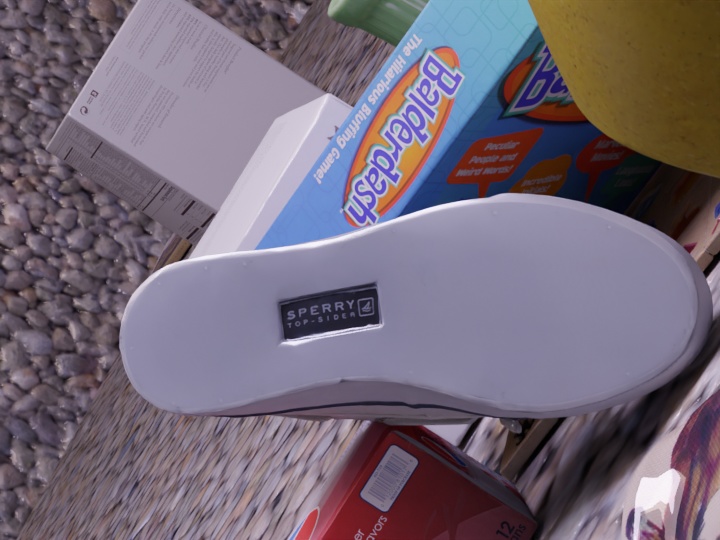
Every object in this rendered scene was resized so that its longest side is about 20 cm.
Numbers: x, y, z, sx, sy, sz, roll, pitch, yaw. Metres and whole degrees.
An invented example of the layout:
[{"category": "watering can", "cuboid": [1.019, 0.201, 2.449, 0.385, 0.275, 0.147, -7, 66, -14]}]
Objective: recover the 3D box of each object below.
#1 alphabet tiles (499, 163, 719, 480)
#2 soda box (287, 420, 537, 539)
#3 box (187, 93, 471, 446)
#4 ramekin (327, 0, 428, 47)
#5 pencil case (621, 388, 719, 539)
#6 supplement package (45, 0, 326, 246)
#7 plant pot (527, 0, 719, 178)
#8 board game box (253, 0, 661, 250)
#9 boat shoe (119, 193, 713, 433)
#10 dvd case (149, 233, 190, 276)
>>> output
[{"category": "alphabet tiles", "cuboid": [0.112, -0.018, 1.042, 0.200, 0.008, 0.167, -55, 8, 27]}, {"category": "soda box", "cuboid": [-0.020, 0.148, 0.996, 0.201, 0.063, 0.070, -57, 7, 3]}, {"category": "box", "cuboid": [0.000, 0.000, 1.257, 0.098, 0.124, 0.200, -58, 6, -4]}, {"category": "ramekin", "cuboid": [0.072, -0.221, 1.831, 0.201, 0.097, 0.200, -56, 7, 10]}, {"category": "pencil case", "cuboid": [0.123, 0.019, 0.504, 0.089, 0.078, 0.200, -44, -4, -42]}, {"category": "supplement package", "cuboid": [-0.155, -0.131, 2.595, 0.152, 0.199, 0.151, -59, 7, -16]}, {"category": "plant pot", "cuboid": [0.115, -0.107, 0.772, 0.200, 0.199, 0.143, -72, -10, -64]}, {"category": "board game box", "cuboid": [0.056, -0.049, 1.038, 0.152, 0.045, 0.200, -6, -41, -51]}, {"category": "boat shoe", "cuboid": [0.026, 0.022, 0.958, 0.086, 0.201, 0.075, 16, -112, -67]}, {"category": "dvd case", "cuboid": [-0.193, -0.055, 3.297, 0.200, 0.016, 0.149, -54, 8, 31]}]
